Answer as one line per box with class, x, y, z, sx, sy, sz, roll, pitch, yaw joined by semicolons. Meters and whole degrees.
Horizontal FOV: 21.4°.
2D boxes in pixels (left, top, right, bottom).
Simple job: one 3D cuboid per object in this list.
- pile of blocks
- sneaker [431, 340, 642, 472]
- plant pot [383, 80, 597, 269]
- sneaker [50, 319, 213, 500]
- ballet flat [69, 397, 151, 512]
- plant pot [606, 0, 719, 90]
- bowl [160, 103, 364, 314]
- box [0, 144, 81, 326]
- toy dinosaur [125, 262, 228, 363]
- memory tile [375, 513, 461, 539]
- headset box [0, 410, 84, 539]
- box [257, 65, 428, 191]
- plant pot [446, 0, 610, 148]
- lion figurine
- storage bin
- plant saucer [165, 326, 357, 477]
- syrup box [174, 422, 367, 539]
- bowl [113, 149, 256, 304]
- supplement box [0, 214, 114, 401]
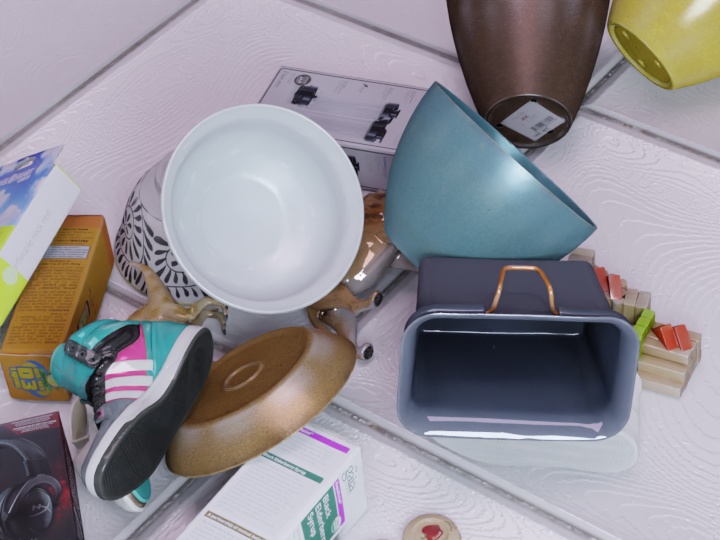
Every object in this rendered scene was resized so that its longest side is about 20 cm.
pile of blocks;0.235;0.040;1.781;0.082;0.062;0.200;-31;47;-25
sneaker;0.155;0.115;1.709;0.199;0.074;0.116;10;40;7
plant pot;0.098;-0.057;1.743;0.135;0.200;0.200;-48;47;8
sneaker;-0.221;0.110;1.644;0.120;0.084;0.200;11;41;20
ballet flat;-0.230;0.156;1.716;0.069;0.070;0.200;-10;38;-4
plant pot;0.350;-0.279;2.048;0.142;0.200;0.200;-44;50;-4
bowl;-0.104;-0.052;1.822;0.200;0.090;0.202;3;81;-19
box;-0.355;-0.026;1.870;0.122;0.048;0.201;-12;42;46
toy dinosaur;-0.177;0.047;1.813;0.100;0.058;0.201;-3;49;-9
memory tile;0.053;0.290;1.561;0.153;0.017;0.200;-23;45;-18
headset box;-0.317;0.216;1.642;0.148;0.078;0.201;-11;44;-6
box;-0.011;-0.148;2.018;0.199;0.060;0.117;9;44;17
plant pot;0.179;-0.237;2.027;0.186;0.187;0.201;-1;57;5
lion figurine;0.000;0.000;1.848;0.122;0.073;0.200;22;53;37
storage bin;0.128;0.048;1.635;0.199;0.146;0.135;1;31;-3
plant saucer;-0.097;0.107;1.694;0.199;0.036;0.200;-28;21;11
syrup box;-0.081;0.223;1.604;0.081;0.079;0.200;22;49;28
bowl;-0.157;-0.067;1.921;0.199;0.095;0.201;-3;42;2
supplement box;-0.293;0.034;1.847;0.068;0.067;0.201;0;42;7
